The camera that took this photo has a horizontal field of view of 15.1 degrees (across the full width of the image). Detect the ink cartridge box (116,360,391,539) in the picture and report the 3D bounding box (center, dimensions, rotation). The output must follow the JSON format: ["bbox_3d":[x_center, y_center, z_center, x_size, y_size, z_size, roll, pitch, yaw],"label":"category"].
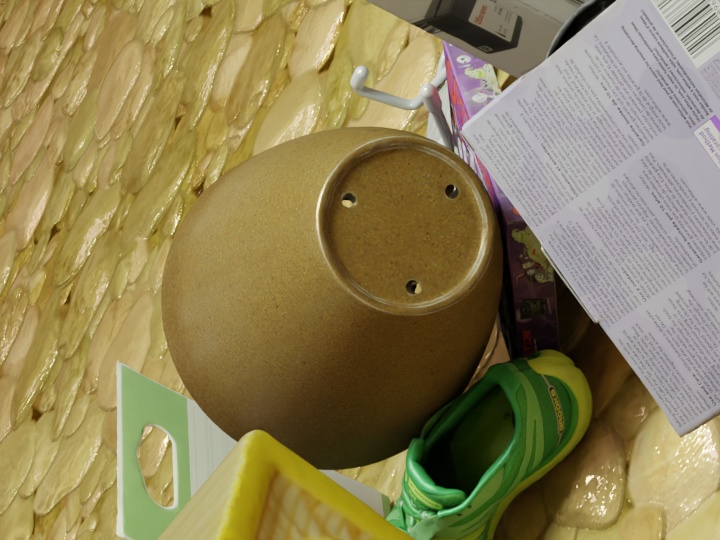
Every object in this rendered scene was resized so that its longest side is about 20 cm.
[{"bbox_3d":[-0.066,0.151,1.541,0.048,0.200,0.146,-49,28,29],"label":"ink cartridge box"}]

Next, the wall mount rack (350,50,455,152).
[{"bbox_3d":[0.042,-0.105,1.703,0.174,0.074,0.201,132,152,-52],"label":"wall mount rack"}]

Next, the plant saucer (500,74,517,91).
[{"bbox_3d":[0.162,-0.114,1.505,0.200,0.048,0.200,-54,25,23],"label":"plant saucer"}]

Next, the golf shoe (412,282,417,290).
[{"bbox_3d":[0.010,0.031,1.657,0.095,0.078,0.200,55,140,16],"label":"golf shoe"}]

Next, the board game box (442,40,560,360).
[{"bbox_3d":[0.080,-0.035,1.544,0.200,0.032,0.120,-104,10,-55],"label":"board game box"}]

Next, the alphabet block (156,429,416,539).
[{"bbox_3d":[-0.048,0.237,1.335,0.200,0.195,0.197,-49,13,22],"label":"alphabet block"}]

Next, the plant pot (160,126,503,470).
[{"bbox_3d":[0.000,0.000,1.435,0.200,0.186,0.187,136,153,-73],"label":"plant pot"}]

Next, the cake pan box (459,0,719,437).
[{"bbox_3d":[0.160,-0.043,1.274,0.052,0.200,0.184,-32,-6,-45],"label":"cake pan box"}]

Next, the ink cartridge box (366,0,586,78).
[{"bbox_3d":[0.079,-0.194,1.446,0.084,0.200,0.146,-21,49,58],"label":"ink cartridge box"}]

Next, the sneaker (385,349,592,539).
[{"bbox_3d":[0.044,0.122,1.470,0.074,0.083,0.200,46,113,36],"label":"sneaker"}]
